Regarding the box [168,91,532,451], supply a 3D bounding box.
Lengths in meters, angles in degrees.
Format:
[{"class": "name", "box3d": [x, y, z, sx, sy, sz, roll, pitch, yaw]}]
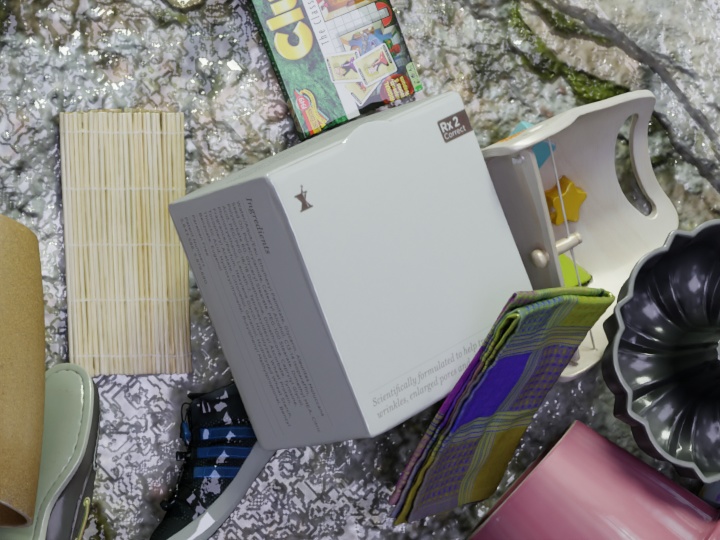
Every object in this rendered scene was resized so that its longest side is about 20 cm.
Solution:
[{"class": "box", "box3d": [0.000, 0.000, 1.615, 0.198, 0.130, 0.201, -26, 98, -39]}]

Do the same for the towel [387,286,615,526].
[{"class": "towel", "box3d": [0.102, 0.098, 1.623, 0.023, 0.143, 0.201, 41, 113, 26]}]

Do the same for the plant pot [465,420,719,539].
[{"class": "plant pot", "box3d": [0.185, 0.221, 1.684, 0.179, 0.200, 0.200, 43, 81, 4]}]

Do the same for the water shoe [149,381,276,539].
[{"class": "water shoe", "box3d": [-0.110, 0.129, 1.661, 0.079, 0.071, 0.200, 42, 71, -9]}]

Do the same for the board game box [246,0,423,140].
[{"class": "board game box", "box3d": [-0.034, -0.212, 1.693, 0.104, 0.023, 0.201, -23, 97, -11]}]

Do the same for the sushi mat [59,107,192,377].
[{"class": "sushi mat", "box3d": [-0.175, -0.021, 1.666, 0.095, 0.012, 0.202, -3, 92, -14]}]

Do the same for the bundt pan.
[{"class": "bundt pan", "box3d": [0.268, 0.066, 1.678, 0.200, 0.076, 0.204, 3, 79, -16]}]

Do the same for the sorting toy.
[{"class": "sorting toy", "box3d": [0.172, -0.051, 1.715, 0.179, 0.107, 0.201, -29, 119, -27]}]

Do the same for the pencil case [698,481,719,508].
[{"class": "pencil case", "box3d": [0.337, 0.111, 1.767, 0.083, 0.091, 0.201, 20, 84, 21]}]

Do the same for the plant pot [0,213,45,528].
[{"class": "plant pot", "box3d": [-0.298, 0.060, 1.566, 0.185, 0.186, 0.202, 16, 73, -14]}]

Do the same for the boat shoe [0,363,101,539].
[{"class": "boat shoe", "box3d": [-0.232, 0.170, 1.634, 0.071, 0.061, 0.203, 10, 77, 29]}]
